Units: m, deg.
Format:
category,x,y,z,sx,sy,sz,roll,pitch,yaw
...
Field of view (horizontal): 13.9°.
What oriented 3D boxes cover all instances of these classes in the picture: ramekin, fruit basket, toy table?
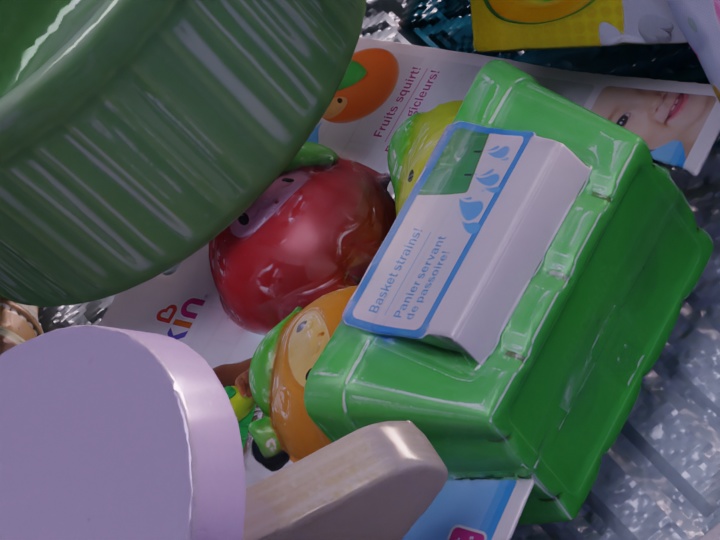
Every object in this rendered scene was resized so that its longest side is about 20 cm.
category,x,y,z,sx,sy,sz,roll,pitch,yaw
ramekin,-0.093,-0.085,0.984,0.199,0.098,0.201,-27,40,25
fruit basket,0.000,0.000,0.944,0.199,0.094,0.186,16,66,35
toy table,-0.065,0.109,0.835,0.200,0.117,0.184,-43,56,30

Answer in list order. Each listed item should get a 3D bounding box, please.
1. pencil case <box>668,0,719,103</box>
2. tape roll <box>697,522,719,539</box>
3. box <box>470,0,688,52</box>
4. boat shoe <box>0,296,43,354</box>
category,x,y,z,sx,sy,sz,roll,pitch,yaw
pencil case,0.151,-0.048,0.838,0.090,0.083,0.201,-28,94,6
tape roll,0.159,0.142,0.812,0.202,0.037,0.204,-12,54,16
box,0.145,-0.103,0.936,0.199,0.049,0.117,1,16,22
boat shoe,-0.204,0.041,1.030,0.199,0.072,0.076,-9,42,6
